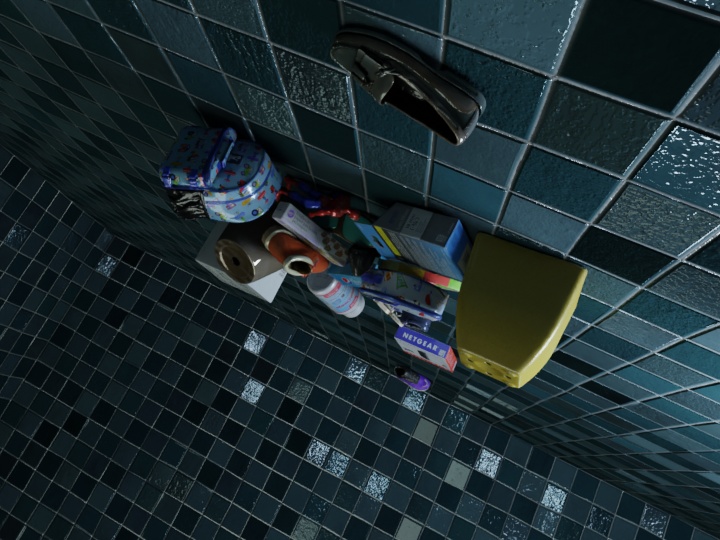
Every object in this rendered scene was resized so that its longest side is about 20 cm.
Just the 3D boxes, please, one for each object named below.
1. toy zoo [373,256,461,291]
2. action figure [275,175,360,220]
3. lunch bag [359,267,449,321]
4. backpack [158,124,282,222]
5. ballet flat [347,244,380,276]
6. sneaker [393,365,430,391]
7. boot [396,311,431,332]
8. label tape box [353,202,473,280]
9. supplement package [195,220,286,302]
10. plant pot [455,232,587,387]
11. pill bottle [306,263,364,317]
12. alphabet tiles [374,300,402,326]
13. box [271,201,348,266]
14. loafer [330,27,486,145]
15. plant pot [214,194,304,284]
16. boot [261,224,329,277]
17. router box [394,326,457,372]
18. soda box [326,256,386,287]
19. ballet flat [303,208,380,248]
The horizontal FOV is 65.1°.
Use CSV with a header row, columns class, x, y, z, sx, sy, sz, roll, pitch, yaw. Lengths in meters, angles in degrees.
class,x,y,z,sx,sy,sz,roll,pitch,yaw
toy zoo,0.119,0.008,1.217,0.197,0.021,0.131,17,178,-18
action figure,-0.083,-0.139,1.142,0.198,0.065,0.052,21,140,30
lunch bag,0.083,0.045,1.189,0.158,0.077,0.200,20,176,-19
backpack,-0.259,-0.186,1.091,0.196,0.185,0.136,8,143,15
ballet flat,0.006,-0.031,1.238,0.065,0.058,0.200,13,-169,10
sneaker,0.239,0.515,2.714,0.198,0.070,0.100,19,161,29
boot,0.108,0.090,1.501,0.198,0.091,0.073,19,163,31
label tape box,0.106,-0.060,1.060,0.198,0.064,0.144,20,164,33
supplement package,-0.311,-0.049,1.585,0.198,0.193,0.147,20,163,28
plant pot,0.265,0.088,1.004,0.193,0.202,0.195,20,164,22
pill bottle,-0.067,0.063,1.685,0.108,0.110,0.200,16,161,37
alphabet tiles,0.052,0.083,1.580,0.196,0.015,0.200,45,-177,7
box,-0.099,-0.074,1.184,0.041,0.039,0.199,15,162,47
loafer,0.048,-0.214,0.656,0.198,0.064,0.072,27,165,4
plant pot,-0.232,-0.064,1.286,0.197,0.174,0.203,20,134,22
boot,-0.121,-0.019,1.218,0.107,0.075,0.199,49,-165,32
router box,0.230,0.275,1.976,0.197,0.049,0.180,21,164,26
soda box,0.000,0.000,1.438,0.064,0.069,0.199,38,162,-32
ballet flat,-0.029,-0.100,1.204,0.198,0.072,0.065,24,-167,25
